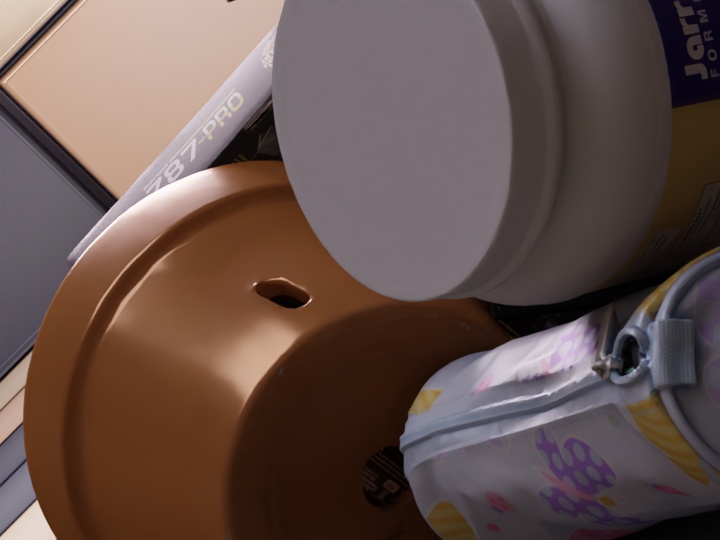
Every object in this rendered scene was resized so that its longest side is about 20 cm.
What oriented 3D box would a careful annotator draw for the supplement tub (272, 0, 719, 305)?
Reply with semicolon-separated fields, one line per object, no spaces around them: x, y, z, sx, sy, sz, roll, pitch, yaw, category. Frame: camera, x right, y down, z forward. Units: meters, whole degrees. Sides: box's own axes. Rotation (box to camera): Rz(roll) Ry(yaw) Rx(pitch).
0.085;-0.068;0.955;0.200;0.145;0.145;-14;-13;-37;supplement tub

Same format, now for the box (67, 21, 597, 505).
0.000;0.000;1.204;0.161;0.200;0.049;-47;30;8;box

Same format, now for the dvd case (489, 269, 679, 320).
0.133;-0.034;1.125;0.143;0.018;0.200;-9;20;14;dvd case

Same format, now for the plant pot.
-0.015;0.064;1.096;0.200;0.200;0.140;-47;25;-11;plant pot

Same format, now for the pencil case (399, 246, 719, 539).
0.088;0.050;0.950;0.091;0.083;0.200;-9;-8;-24;pencil case

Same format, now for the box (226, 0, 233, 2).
0.056;-0.158;1.130;0.193;0.048;0.200;-19;7;-20;box
